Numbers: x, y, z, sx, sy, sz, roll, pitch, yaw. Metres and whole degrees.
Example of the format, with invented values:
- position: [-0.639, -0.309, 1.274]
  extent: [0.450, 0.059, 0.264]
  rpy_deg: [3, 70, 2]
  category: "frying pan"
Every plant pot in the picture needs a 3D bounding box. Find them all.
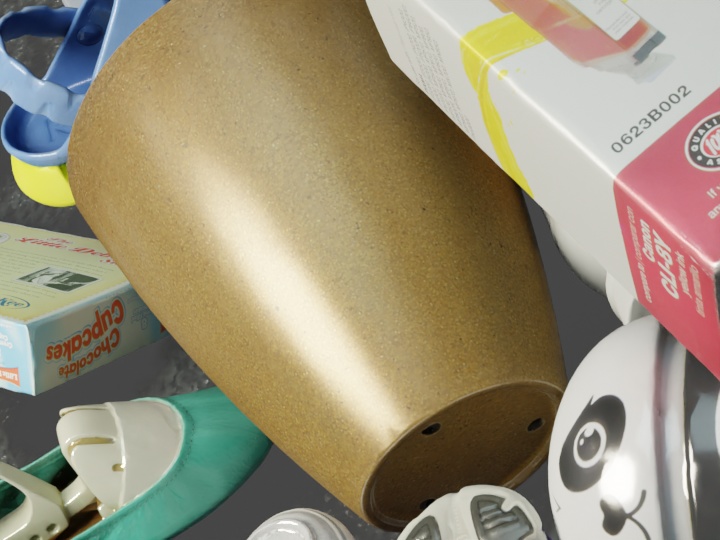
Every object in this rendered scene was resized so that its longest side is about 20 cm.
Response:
- position: [0.000, 0.000, 0.758]
  extent: [0.186, 0.187, 0.200]
  rpy_deg: [-31, 55, 0]
  category: "plant pot"

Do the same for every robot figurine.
- position: [0.164, 0.068, 0.636]
  extent: [0.199, 0.125, 0.151]
  rpy_deg: [-6, 50, 19]
  category: "robot figurine"

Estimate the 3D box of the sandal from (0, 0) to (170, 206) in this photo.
- position: [-0.086, -0.105, 0.817]
  extent: [0.200, 0.087, 0.080]
  rpy_deg: [-32, 49, 6]
  category: "sandal"

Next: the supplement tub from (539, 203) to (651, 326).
- position: [0.130, -0.076, 0.753]
  extent: [0.144, 0.145, 0.200]
  rpy_deg: [-25, 56, 7]
  category: "supplement tub"

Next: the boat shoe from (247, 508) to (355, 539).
- position: [-0.054, 0.166, 0.655]
  extent: [0.072, 0.069, 0.200]
  rpy_deg: [8, 58, 32]
  category: "boat shoe"

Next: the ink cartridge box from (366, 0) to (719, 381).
- position: [0.109, -0.084, 0.626]
  extent: [0.145, 0.083, 0.200]
  rpy_deg: [-39, 57, -7]
  category: "ink cartridge box"

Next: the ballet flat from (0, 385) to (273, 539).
- position: [-0.129, 0.100, 0.802]
  extent: [0.200, 0.070, 0.067]
  rpy_deg: [-33, 45, -1]
  category: "ballet flat"

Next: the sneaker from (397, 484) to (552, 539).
- position: [0.075, 0.171, 0.642]
  extent: [0.080, 0.083, 0.201]
  rpy_deg: [-23, 62, 21]
  category: "sneaker"

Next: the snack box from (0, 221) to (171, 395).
- position: [-0.192, 0.010, 0.890]
  extent: [0.199, 0.037, 0.116]
  rpy_deg: [10, 21, 33]
  category: "snack box"

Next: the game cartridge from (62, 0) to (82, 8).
- position: [-0.072, -0.144, 0.910]
  extent: [0.133, 0.040, 0.200]
  rpy_deg: [-49, 50, -2]
  category: "game cartridge"
